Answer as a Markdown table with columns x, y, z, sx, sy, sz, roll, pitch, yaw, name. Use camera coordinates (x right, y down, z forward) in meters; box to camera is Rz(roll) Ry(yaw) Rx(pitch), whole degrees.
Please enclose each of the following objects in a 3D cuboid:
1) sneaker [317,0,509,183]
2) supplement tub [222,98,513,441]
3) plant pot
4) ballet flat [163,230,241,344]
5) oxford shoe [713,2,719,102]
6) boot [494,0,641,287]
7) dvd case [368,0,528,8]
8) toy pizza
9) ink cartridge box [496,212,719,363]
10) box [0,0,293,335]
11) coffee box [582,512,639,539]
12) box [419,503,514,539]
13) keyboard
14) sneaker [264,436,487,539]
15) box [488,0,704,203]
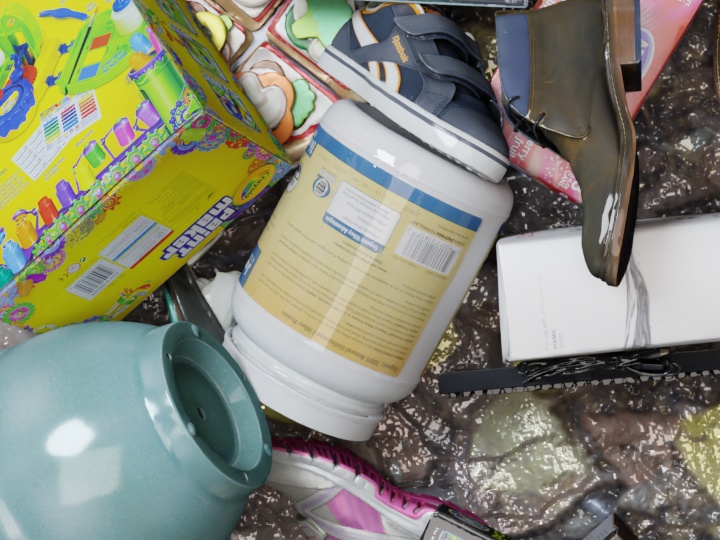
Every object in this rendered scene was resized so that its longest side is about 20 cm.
| x | y | z | sx | sy | sz | roll | pitch | yaw | name |
| --- | --- | --- | --- | --- | --- | --- | --- | --- | --- |
| 0.044 | -0.130 | 1.251 | 0.078 | 0.200 | 0.080 | 28 | 99 | -41 | sneaker |
| 0.000 | 0.000 | 1.296 | 0.144 | 0.145 | 0.200 | 29 | 99 | 3 | supplement tub |
| -0.142 | 0.113 | 1.221 | 0.134 | 0.200 | 0.201 | -30 | 90 | 19 | plant pot |
| -0.122 | -0.001 | 1.352 | 0.068 | 0.068 | 0.201 | -24 | 91 | -3 | ballet flat |
| 0.289 | -0.200 | 1.290 | 0.070 | 0.075 | 0.201 | 16 | 94 | 4 | oxford shoe |
| 0.130 | -0.084 | 1.209 | 0.097 | 0.075 | 0.201 | 1 | 67 | 9 | boot |
| 0.017 | -0.230 | 1.295 | 0.199 | 0.146 | 0.022 | 4 | 131 | 2 | dvd case |
| -0.074 | -0.170 | 1.355 | 0.199 | 0.032 | 0.201 | 0 | 93 | 5 | toy pizza |
| 0.192 | 0.008 | 1.281 | 0.199 | 0.147 | 0.083 | -6 | 92 | 5 | ink cartridge box |
| -0.188 | -0.091 | 1.278 | 0.200 | 0.122 | 0.193 | -40 | 61 | 13 | box |
| 0.143 | 0.282 | 1.332 | 0.200 | 0.080 | 0.114 | -44 | 87 | 6 | coffee box |
| 0.080 | 0.281 | 1.277 | 0.160 | 0.044 | 0.200 | 27 | 94 | 8 | box |
| 0.153 | 0.071 | 1.298 | 0.199 | 0.127 | 0.021 | -6 | 82 | 6 | keyboard |
| -0.005 | 0.183 | 1.341 | 0.200 | 0.081 | 0.088 | 27 | 93 | 4 | sneaker |
| 0.160 | -0.155 | 1.302 | 0.100 | 0.095 | 0.200 | 31 | 95 | 2 | box |
